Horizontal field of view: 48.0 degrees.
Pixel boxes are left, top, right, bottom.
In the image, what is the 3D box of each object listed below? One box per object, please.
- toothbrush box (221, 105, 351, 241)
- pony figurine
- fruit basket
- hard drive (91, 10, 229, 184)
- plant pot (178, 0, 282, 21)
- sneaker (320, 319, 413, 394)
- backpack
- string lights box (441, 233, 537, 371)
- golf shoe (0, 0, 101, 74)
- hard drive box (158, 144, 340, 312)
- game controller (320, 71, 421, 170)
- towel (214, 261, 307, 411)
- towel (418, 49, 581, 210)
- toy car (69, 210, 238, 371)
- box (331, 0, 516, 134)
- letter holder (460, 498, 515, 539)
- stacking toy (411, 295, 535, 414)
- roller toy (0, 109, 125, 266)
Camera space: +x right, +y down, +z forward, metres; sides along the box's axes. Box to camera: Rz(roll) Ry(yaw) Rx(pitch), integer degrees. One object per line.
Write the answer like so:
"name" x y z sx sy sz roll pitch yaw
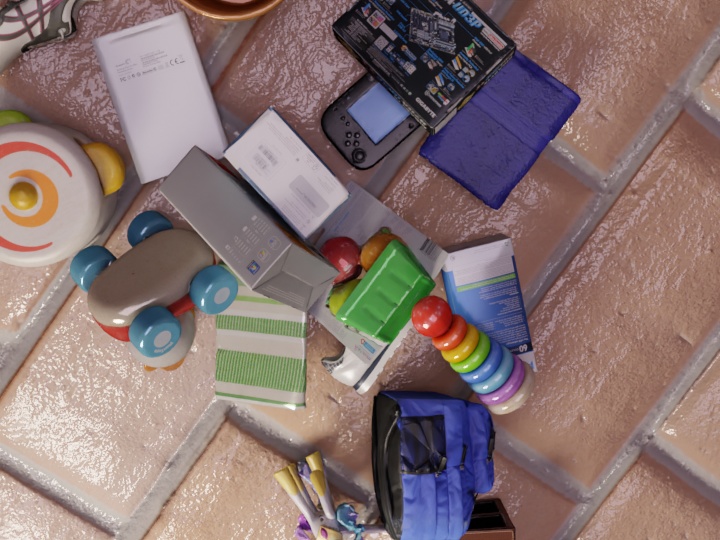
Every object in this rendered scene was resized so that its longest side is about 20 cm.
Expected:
"toothbrush box" -0.093 -0.129 1.048 0.085 0.200 0.146 -42 101 4
"pony figurine" -0.049 0.364 1.150 0.166 0.193 0.201 -26 81 -3
"fruit basket" 0.000 0.000 1.117 0.200 0.094 0.186 39 94 35
"hard drive" -0.269 -0.235 1.105 0.131 0.026 0.201 -18 100 -2
"plant pot" -0.164 -0.413 1.029 0.199 0.140 0.202 -1 98 -5
"sneaker" 0.025 0.078 1.158 0.080 0.076 0.201 34 93 1
"backpack" 0.100 0.275 1.128 0.167 0.163 0.202 2 85 -4
"string lights box" 0.183 0.058 1.171 0.102 0.059 0.201 -13 100 -3
"golf shoe" -0.425 -0.320 1.056 0.088 0.077 0.200 38 95 -16
"hard drive box" -0.141 -0.050 1.037 0.200 0.156 0.077 43 94 23
"game controller" 0.042 -0.234 1.123 0.200 0.042 0.104 -41 100 2
"towel" -0.140 0.091 1.137 0.152 0.023 0.202 4 98 24
"towel" 0.194 -0.204 1.141 0.147 0.050 0.200 37 95 -2
"toy car" -0.265 0.058 1.107 0.177 0.184 0.201 -37 145 -24
"box" 0.084 -0.309 1.086 0.159 0.046 0.200 -45 85 1
"letter holder" 0.155 0.462 1.212 0.141 0.101 0.201 -4 99 -2
"stacking toy" 0.145 0.105 1.081 0.085 0.085 0.200 -45 114 3
"roller toy" -0.419 -0.100 1.055 0.199 0.140 0.184 18 97 -8
